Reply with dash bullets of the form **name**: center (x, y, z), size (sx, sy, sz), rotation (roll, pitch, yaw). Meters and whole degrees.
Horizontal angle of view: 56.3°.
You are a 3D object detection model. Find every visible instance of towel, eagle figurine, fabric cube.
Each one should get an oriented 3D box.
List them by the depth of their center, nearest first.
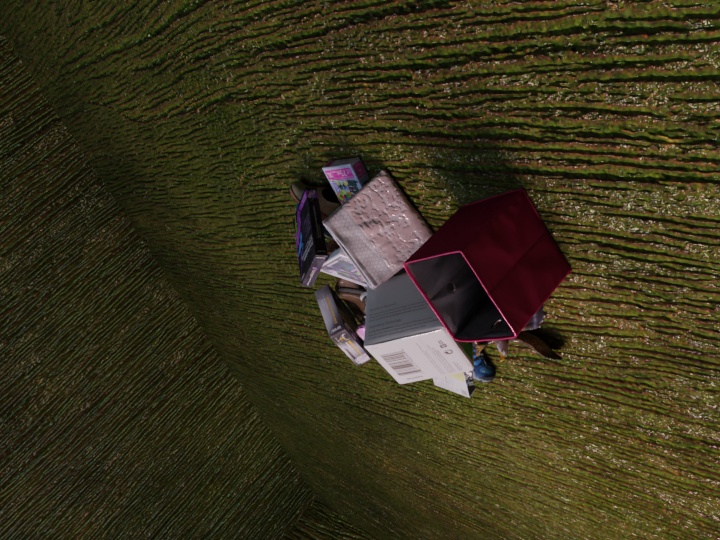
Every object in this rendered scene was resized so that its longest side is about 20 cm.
- **fabric cube**: center (0.242, -0.005, 1.297), size (0.201, 0.199, 0.195), rotation (54, 152, -12)
- **eagle figurine**: center (0.330, 0.134, 1.465), size (0.198, 0.154, 0.151), rotation (-15, 163, 29)
- **towel**: center (0.042, -0.090, 1.508), size (0.201, 0.190, 0.032), rotation (52, 176, -8)

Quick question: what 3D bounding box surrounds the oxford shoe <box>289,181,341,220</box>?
- **oxford shoe**: center (-0.107, -0.192, 1.752), size (0.199, 0.070, 0.075), rotation (36, 123, 29)

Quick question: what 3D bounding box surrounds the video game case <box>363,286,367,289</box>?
- **video game case**: center (0.040, 0.002, 1.811), size (0.182, 0.023, 0.200), rotation (51, 154, -5)

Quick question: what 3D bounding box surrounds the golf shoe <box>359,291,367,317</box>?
- **golf shoe**: center (0.064, 0.124, 1.710), size (0.093, 0.078, 0.202), rotation (4, 130, 38)

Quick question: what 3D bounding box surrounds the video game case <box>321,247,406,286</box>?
- **video game case**: center (0.000, 0.000, 1.639), size (0.179, 0.024, 0.200), rotation (19, 164, -17)

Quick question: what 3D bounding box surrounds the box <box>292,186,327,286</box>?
- **box**: center (-0.127, -0.082, 1.668), size (0.143, 0.036, 0.203), rotation (120, 144, -52)

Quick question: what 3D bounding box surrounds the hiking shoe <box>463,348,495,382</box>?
- **hiking shoe**: center (0.272, 0.202, 1.661), size (0.199, 0.075, 0.087), rotation (38, 118, -17)

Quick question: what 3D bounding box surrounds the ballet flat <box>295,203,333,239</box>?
- **ballet flat**: center (-0.096, -0.131, 1.808), size (0.199, 0.069, 0.070), rotation (34, 150, 36)

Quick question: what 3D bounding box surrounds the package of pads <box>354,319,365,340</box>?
- **package of pads**: center (0.091, 0.185, 1.840), size (0.200, 0.121, 0.076), rotation (43, 157, -4)

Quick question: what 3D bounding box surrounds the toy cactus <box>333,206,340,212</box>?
- **toy cactus**: center (0.020, -0.076, 1.598), size (0.197, 0.104, 0.165), rotation (20, 163, -2)

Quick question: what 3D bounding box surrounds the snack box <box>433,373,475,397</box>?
- **snack box**: center (0.237, 0.249, 1.807), size (0.115, 0.037, 0.202), rotation (16, 139, 35)

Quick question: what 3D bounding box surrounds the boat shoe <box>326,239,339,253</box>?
- **boat shoe**: center (-0.023, -0.026, 1.763), size (0.198, 0.068, 0.073), rotation (23, 144, 38)

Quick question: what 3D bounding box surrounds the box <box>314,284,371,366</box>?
- **box**: center (-0.047, 0.154, 1.862), size (0.200, 0.048, 0.160), rotation (55, -170, -52)

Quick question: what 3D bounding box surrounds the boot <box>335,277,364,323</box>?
- **boot**: center (0.000, 0.101, 1.910), size (0.147, 0.070, 0.200), rotation (57, -179, 19)

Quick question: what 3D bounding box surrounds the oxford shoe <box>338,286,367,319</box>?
- **oxford shoe**: center (0.027, 0.102, 1.764), size (0.198, 0.085, 0.073), rotation (25, 174, 0)

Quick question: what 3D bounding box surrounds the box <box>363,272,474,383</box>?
- **box**: center (0.136, 0.127, 1.535), size (0.197, 0.173, 0.199), rotation (-15, 140, 24)

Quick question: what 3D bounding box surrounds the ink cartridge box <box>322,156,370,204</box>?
- **ink cartridge box**: center (-0.005, -0.175, 1.627), size (0.119, 0.042, 0.201), rotation (5, 132, 53)
